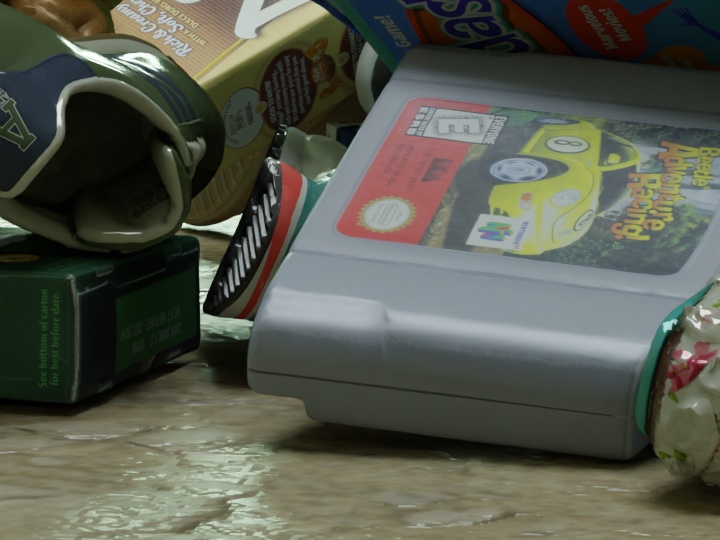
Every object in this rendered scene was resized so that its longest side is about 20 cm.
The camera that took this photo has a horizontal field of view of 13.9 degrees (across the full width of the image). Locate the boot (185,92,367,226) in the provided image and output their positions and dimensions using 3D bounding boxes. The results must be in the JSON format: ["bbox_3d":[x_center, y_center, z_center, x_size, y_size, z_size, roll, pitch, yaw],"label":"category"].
[{"bbox_3d":[0.013,-0.071,1.379,0.166,0.073,0.200,0,-21,-33],"label":"boot"}]

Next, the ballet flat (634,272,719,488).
[{"bbox_3d":[0.134,0.021,0.836,0.064,0.076,0.200,14,21,19],"label":"ballet flat"}]

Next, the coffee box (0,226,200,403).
[{"bbox_3d":[-0.164,0.010,0.974,0.199,0.044,0.123,3,7,15],"label":"coffee box"}]

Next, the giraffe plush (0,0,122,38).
[{"bbox_3d":[-0.096,-0.153,1.046,0.200,0.162,0.173,16,33,-50],"label":"giraffe plush"}]

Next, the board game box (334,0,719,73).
[{"bbox_3d":[0.106,-0.088,0.992,0.199,0.045,0.152,-5,-30,28],"label":"board game box"}]

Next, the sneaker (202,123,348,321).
[{"bbox_3d":[0.000,0.000,1.034,0.093,0.071,0.200,23,5,-2],"label":"sneaker"}]

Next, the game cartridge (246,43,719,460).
[{"bbox_3d":[0.056,-0.013,0.905,0.133,0.041,0.200,10,32,11],"label":"game cartridge"}]

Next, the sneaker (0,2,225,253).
[{"bbox_3d":[-0.086,-0.035,0.952,0.090,0.067,0.200,44,9,26],"label":"sneaker"}]

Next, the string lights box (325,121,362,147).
[{"bbox_3d":[0.049,-0.027,1.217,0.102,0.059,0.200,-1,7,-8],"label":"string lights box"}]

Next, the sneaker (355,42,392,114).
[{"bbox_3d":[0.099,-0.101,1.190,0.199,0.071,0.099,-19,18,-12],"label":"sneaker"}]

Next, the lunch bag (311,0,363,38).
[{"bbox_3d":[0.077,-0.148,1.081,0.170,0.200,0.128,36,17,-49],"label":"lunch bag"}]

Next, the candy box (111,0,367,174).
[{"bbox_3d":[-0.041,-0.121,1.244,0.200,0.055,0.115,-32,53,-20],"label":"candy box"}]
